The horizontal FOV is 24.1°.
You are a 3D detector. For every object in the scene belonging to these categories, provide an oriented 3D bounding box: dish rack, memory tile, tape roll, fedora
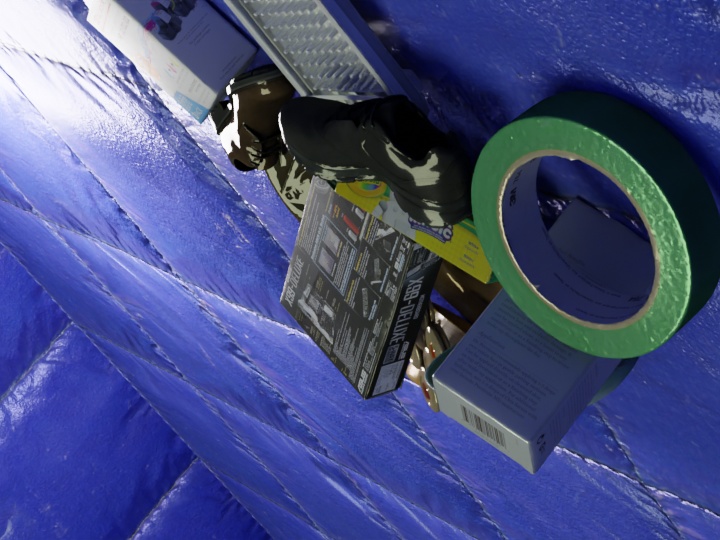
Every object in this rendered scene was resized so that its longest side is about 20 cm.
[{"bbox_3d":[-0.028,-0.195,1.451,0.200,0.044,0.171,49,163,-25],"label":"dish rack"},{"bbox_3d":[0.048,0.034,1.705,0.154,0.017,0.202,95,155,-65],"label":"memory tile"},{"bbox_3d":[0.174,-0.033,1.265,0.199,0.048,0.202,29,137,31],"label":"tape roll"},{"bbox_3d":[0.109,0.110,1.802,0.200,0.082,0.201,37,174,5],"label":"fedora"}]

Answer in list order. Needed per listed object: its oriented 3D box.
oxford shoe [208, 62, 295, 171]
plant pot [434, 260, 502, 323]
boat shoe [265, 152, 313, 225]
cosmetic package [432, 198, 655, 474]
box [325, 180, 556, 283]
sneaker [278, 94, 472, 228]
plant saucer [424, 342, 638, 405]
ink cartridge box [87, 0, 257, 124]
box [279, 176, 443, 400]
[{"bbox_3d":[-0.090,-0.145,1.620,0.200,0.072,0.085,133,117,-72],"label":"oxford shoe"},{"bbox_3d":[0.121,0.007,1.661,0.199,0.028,0.200,37,163,13],"label":"plant pot"},{"bbox_3d":[-0.030,-0.057,1.745,0.071,0.066,0.202,-20,111,26],"label":"boat shoe"},{"bbox_3d":[0.158,0.052,1.378,0.101,0.200,0.071,33,162,23],"label":"cosmetic package"},{"bbox_3d":[0.069,-0.059,1.470,0.199,0.049,0.117,30,-158,29],"label":"box"},{"bbox_3d":[0.014,-0.112,1.393,0.199,0.076,0.091,23,146,28],"label":"sneaker"},{"bbox_3d":[0.157,0.090,1.496,0.199,0.199,0.036,13,120,58],"label":"plant saucer"},{"bbox_3d":[-0.203,-0.247,1.670,0.200,0.068,0.115,43,164,-3],"label":"ink cartridge box"},{"bbox_3d":[0.000,0.000,1.647,0.158,0.049,0.201,46,136,35],"label":"box"}]
